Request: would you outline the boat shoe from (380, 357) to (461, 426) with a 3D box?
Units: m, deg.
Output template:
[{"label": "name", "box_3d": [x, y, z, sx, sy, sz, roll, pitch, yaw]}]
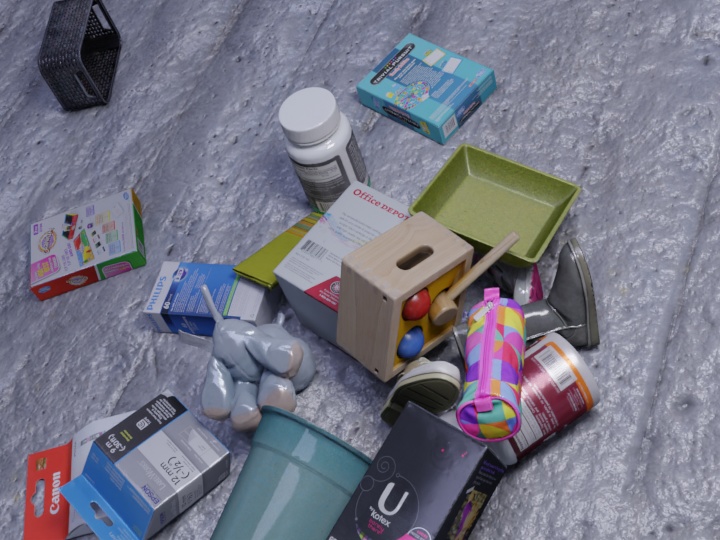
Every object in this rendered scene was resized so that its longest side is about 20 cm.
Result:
[{"label": "boat shoe", "box_3d": [0.082, 0.152, 1.409, 0.074, 0.200, 0.069, 28, 61, -10]}]

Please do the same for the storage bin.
[{"label": "storage bin", "box_3d": [-0.551, -0.431, 2.081, 0.092, 0.136, 0.202, -7, 52, 12]}]

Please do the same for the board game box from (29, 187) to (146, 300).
[{"label": "board game box", "box_3d": [-0.476, -0.047, 1.830, 0.197, 0.041, 0.154, -18, 51, 4]}]

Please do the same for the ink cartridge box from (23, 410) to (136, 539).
[{"label": "ink cartridge box", "box_3d": [-0.407, 0.305, 1.541, 0.197, 0.057, 0.164, -13, 52, 3]}]

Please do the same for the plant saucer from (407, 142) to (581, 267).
[{"label": "plant saucer", "box_3d": [0.194, -0.086, 1.523, 0.198, 0.048, 0.200, 23, 45, 18]}]

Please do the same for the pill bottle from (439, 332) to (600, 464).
[{"label": "pill bottle", "box_3d": [0.205, 0.182, 1.388, 0.199, 0.115, 0.114, -33, 51, -7]}]

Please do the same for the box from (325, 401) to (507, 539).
[{"label": "box", "box_3d": [0.068, 0.281, 1.262, 0.121, 0.106, 0.201, 25, 78, 30]}]

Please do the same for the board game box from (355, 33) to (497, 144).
[{"label": "board game box", "box_3d": [0.114, -0.319, 1.837, 0.199, 0.047, 0.151, 32, 69, 34]}]

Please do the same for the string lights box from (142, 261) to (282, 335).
[{"label": "string lights box", "box_3d": [-0.233, 0.046, 1.670, 0.197, 0.059, 0.104, 3, 55, 20]}]

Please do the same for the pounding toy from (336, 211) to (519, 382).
[{"label": "pounding toy", "box_3d": [0.088, 0.025, 1.425, 0.199, 0.186, 0.142, -31, 53, -33]}]

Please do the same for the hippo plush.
[{"label": "hippo plush", "box_3d": [-0.153, 0.141, 1.521, 0.199, 0.161, 0.161, 30, 95, 17]}]

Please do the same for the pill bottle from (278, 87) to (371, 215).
[{"label": "pill bottle", "box_3d": [-0.058, -0.189, 1.696, 0.111, 0.201, 0.114, -9, 50, 11]}]

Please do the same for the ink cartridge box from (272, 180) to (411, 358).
[{"label": "ink cartridge box", "box_3d": [0.000, 0.000, 1.571, 0.144, 0.145, 0.200, 29, 69, 33]}]

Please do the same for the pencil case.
[{"label": "pencil case", "box_3d": [0.165, 0.118, 1.318, 0.087, 0.089, 0.201, -6, 38, 13]}]

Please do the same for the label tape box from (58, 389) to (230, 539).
[{"label": "label tape box", "box_3d": [-0.300, 0.279, 1.466, 0.199, 0.067, 0.143, -34, 61, -32]}]

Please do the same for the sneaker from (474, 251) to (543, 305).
[{"label": "sneaker", "box_3d": [0.215, -0.008, 1.556, 0.087, 0.082, 0.202, -14, 43, 9]}]

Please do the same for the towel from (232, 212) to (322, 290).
[{"label": "towel", "box_3d": [-0.106, -0.034, 1.670, 0.085, 0.018, 0.200, 19, 40, 33]}]

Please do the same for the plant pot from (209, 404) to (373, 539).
[{"label": "plant pot", "box_3d": [-0.089, 0.309, 1.353, 0.198, 0.201, 0.198, 21, 71, 30]}]

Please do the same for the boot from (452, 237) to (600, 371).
[{"label": "boot", "box_3d": [0.222, 0.058, 1.447, 0.197, 0.184, 0.073, -11, 25, 7]}]
